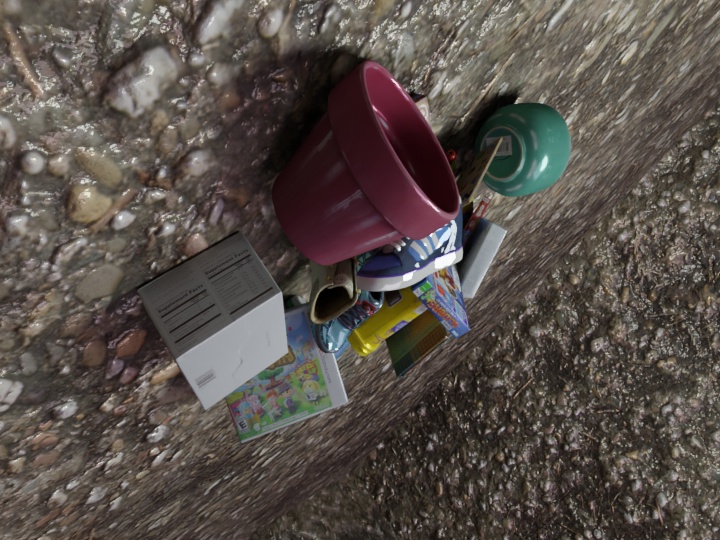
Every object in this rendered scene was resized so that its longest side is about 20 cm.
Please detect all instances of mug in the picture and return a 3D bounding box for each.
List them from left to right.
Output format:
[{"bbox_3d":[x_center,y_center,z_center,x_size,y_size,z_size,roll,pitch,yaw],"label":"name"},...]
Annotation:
[{"bbox_3d":[0.266,-0.198,0.944,0.112,0.153,0.187,-17,149,-41],"label":"mug"}]

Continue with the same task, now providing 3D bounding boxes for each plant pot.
[{"bbox_3d":[-0.003,-0.106,0.641,0.176,0.206,0.198,-32,164,27],"label":"plant pot"}]

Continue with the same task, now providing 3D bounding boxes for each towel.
[{"bbox_3d":[0.103,0.105,1.130,0.021,0.204,0.146,28,120,-37],"label":"towel"}]

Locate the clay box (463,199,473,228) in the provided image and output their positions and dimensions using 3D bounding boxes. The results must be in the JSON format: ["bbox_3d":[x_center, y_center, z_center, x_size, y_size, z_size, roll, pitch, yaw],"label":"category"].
[{"bbox_3d":[0.180,-0.110,1.108,0.114,0.048,0.201,-42,160,-4],"label":"clay box"}]

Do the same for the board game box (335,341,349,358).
[{"bbox_3d":[-0.067,0.150,1.196,0.201,0.045,0.151,-49,158,19],"label":"board game box"}]

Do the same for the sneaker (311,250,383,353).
[{"bbox_3d":[-0.011,0.044,0.844,0.078,0.095,0.206,22,95,-34],"label":"sneaker"}]

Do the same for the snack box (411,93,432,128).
[{"bbox_3d":[0.081,-0.144,0.786,0.071,0.024,0.205,-33,129,-22],"label":"snack box"}]

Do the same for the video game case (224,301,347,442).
[{"bbox_3d":[-0.136,0.168,0.893,0.193,0.189,0.022,-18,-168,-6],"label":"video game case"}]

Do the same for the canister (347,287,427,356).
[{"bbox_3d":[0.071,0.067,1.067,0.198,0.088,0.148,-38,180,23],"label":"canister"}]

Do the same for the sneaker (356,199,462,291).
[{"bbox_3d":[0.064,-0.068,0.737,0.195,0.079,0.152,-19,107,-34],"label":"sneaker"}]

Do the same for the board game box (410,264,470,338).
[{"bbox_3d":[0.137,0.006,0.975,0.034,0.203,0.135,-33,119,23],"label":"board game box"}]

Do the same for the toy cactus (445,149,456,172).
[{"bbox_3d":[0.092,-0.111,0.922,0.201,0.102,0.165,-50,168,1],"label":"toy cactus"}]

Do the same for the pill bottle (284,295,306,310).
[{"bbox_3d":[-0.155,0.151,0.957,0.198,0.114,0.113,-39,159,0],"label":"pill bottle"}]

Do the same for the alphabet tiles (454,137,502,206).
[{"bbox_3d":[0.152,-0.116,0.903,0.204,0.007,0.166,-60,-167,-21],"label":"alphabet tiles"}]

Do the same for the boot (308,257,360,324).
[{"bbox_3d":[-0.019,-0.036,0.770,0.070,0.158,0.202,22,127,-21],"label":"boot"}]

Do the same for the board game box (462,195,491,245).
[{"bbox_3d":[0.205,-0.053,1.123,0.103,0.019,0.203,-48,167,-53],"label":"board game box"}]

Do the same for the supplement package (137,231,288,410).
[{"bbox_3d":[-0.195,0.077,0.750,0.153,0.112,0.202,-32,156,-21],"label":"supplement package"}]

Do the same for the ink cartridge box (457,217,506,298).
[{"bbox_3d":[0.225,-0.010,1.116,0.205,0.040,0.200,-63,-179,11],"label":"ink cartridge box"}]
